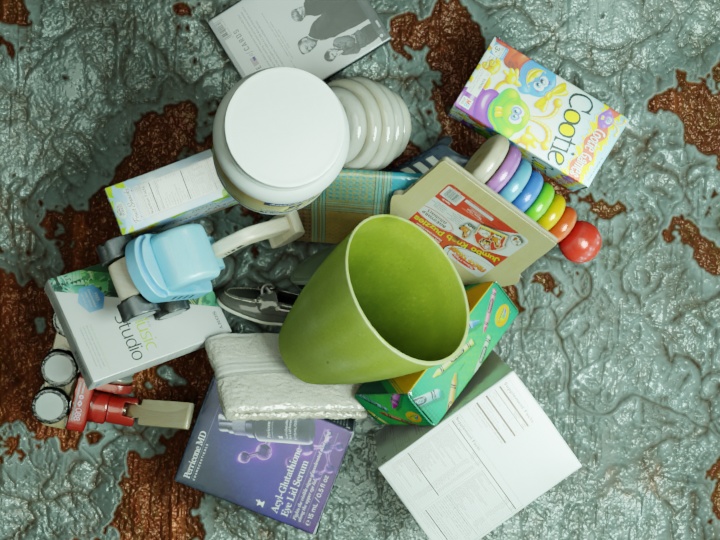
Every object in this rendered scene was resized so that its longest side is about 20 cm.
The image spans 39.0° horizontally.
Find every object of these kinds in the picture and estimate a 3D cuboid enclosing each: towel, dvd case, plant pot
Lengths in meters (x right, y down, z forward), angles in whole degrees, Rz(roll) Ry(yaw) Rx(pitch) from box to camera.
[{"bbox_3d":[0.006,-0.080,1.309,0.199,0.147,0.022,5,53,-3],"label":"towel"},{"bbox_3d":[-0.081,-0.320,1.355,0.200,0.025,0.151,-31,92,2],"label":"dvd case"},{"bbox_3d":[-0.091,0.135,1.297,0.199,0.133,0.035,2,130,-24],"label":"towel"},{"bbox_3d":[-0.004,0.061,1.223,0.200,0.187,0.187,-34,92,41],"label":"plant pot"}]

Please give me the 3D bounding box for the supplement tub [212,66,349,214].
[{"bbox_3d":[-0.089,-0.140,1.109,0.144,0.200,0.145,0,88,-8],"label":"supplement tub"}]

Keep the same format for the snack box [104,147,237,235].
[{"bbox_3d":[-0.203,-0.106,1.291,0.199,0.169,0.068,-22,91,0],"label":"snack box"}]

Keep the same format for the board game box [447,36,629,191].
[{"bbox_3d":[0.227,-0.199,1.317,0.200,0.103,0.105,31,92,-1],"label":"board game box"}]

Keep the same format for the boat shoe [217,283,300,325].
[{"bbox_3d":[-0.087,0.045,1.343,0.199,0.067,0.057,17,109,-7],"label":"boat shoe"}]

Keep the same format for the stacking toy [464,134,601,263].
[{"bbox_3d":[0.224,-0.081,1.279,0.200,0.085,0.085,37,92,-10],"label":"stacking toy"}]

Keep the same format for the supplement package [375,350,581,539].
[{"bbox_3d":[0.140,0.227,1.288,0.200,0.191,0.147,-36,93,2],"label":"supplement package"}]

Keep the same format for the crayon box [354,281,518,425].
[{"bbox_3d":[0.096,0.104,1.277,0.058,0.119,0.200,51,60,-17],"label":"crayon box"}]

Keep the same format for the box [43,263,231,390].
[{"bbox_3d":[-0.281,0.051,1.299,0.200,0.036,0.145,-20,78,-35],"label":"box"}]

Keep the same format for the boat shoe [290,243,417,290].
[{"bbox_3d":[0.000,0.000,1.320,0.201,0.072,0.061,-14,127,32],"label":"boat shoe"}]

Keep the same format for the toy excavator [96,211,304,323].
[{"bbox_3d":[-0.188,-0.019,1.250,0.200,0.194,0.100,-24,82,24],"label":"toy excavator"}]

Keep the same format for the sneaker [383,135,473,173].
[{"bbox_3d":[0.085,-0.134,1.342,0.199,0.075,0.085,-1,83,-4],"label":"sneaker"}]

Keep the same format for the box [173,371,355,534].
[{"bbox_3d":[-0.123,0.233,1.334,0.199,0.104,0.148,20,93,-1],"label":"box"}]

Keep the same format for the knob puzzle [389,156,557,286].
[{"bbox_3d":[0.124,-0.047,1.286,0.219,0.220,0.031,25,52,0],"label":"knob puzzle"}]

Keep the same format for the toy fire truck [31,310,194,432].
[{"bbox_3d":[-0.314,0.133,1.333,0.199,0.129,0.177,14,92,-12],"label":"toy fire truck"}]

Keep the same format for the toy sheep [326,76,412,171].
[{"bbox_3d":[-0.005,-0.183,1.295,0.138,0.200,0.138,12,108,39],"label":"toy sheep"}]
